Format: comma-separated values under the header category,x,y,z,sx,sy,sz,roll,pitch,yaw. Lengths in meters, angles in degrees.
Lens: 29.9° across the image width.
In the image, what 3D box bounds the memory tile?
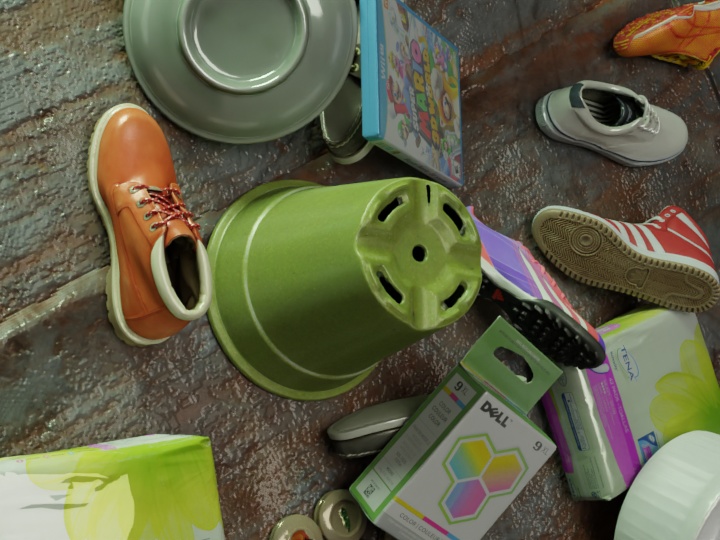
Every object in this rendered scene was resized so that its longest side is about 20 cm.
category,x,y,z,sx,sy,sz,roll,pitch,yaw
memory tile,0.011,0.285,1.182,0.153,0.017,0.200,-23,93,-35

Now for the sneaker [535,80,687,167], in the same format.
category,x,y,z,sx,sy,sz,roll,pitch,yaw
sneaker,0.280,-0.153,1.416,0.200,0.071,0.073,4,78,-33

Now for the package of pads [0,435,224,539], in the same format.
category,x,y,z,sx,sy,sz,roll,pitch,yaw
package of pads,-0.199,0.208,1.016,0.200,0.068,0.155,-6,84,-35

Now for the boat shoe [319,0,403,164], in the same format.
category,x,y,z,sx,sy,sz,roll,pitch,yaw
boat shoe,-0.007,-0.194,1.225,0.060,0.072,0.200,42,52,-51

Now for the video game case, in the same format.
category,x,y,z,sx,sy,sz,roll,pitch,yaw
video game case,0.049,-0.166,1.237,0.200,0.018,0.143,20,66,-63

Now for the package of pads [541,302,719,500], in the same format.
category,x,y,z,sx,sy,sz,roll,pitch,yaw
package of pads,0.273,0.124,1.358,0.200,0.068,0.155,-19,92,-36

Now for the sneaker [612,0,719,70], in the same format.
category,x,y,z,sx,sy,sz,roll,pitch,yaw
sneaker,0.361,-0.257,1.495,0.200,0.073,0.077,-17,100,-32

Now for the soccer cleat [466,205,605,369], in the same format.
category,x,y,z,sx,sy,sz,roll,pitch,yaw
soccer cleat,0.156,0.014,1.271,0.200,0.068,0.073,36,57,8

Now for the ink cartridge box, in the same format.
category,x,y,z,sx,sy,sz,roll,pitch,yaw
ink cartridge box,0.096,0.150,1.156,0.104,0.059,0.200,39,92,-33

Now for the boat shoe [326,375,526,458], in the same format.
category,x,y,z,sx,sy,sz,roll,pitch,yaw
boat shoe,0.066,0.143,1.213,0.202,0.072,0.060,-12,101,-27

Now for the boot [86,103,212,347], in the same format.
category,x,y,z,sx,sy,sz,roll,pitch,yaw
boot,-0.162,-0.045,1.081,0.075,0.107,0.200,-6,82,-33

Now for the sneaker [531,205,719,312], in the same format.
category,x,y,z,sx,sy,sz,roll,pitch,yaw
sneaker,0.272,-0.032,1.389,0.200,0.071,0.113,23,33,-2

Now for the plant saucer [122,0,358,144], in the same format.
category,x,y,z,sx,sy,sz,roll,pitch,yaw
plant saucer,-0.099,-0.203,1.129,0.200,0.050,0.200,-1,101,-7

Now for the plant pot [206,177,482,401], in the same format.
category,x,y,z,sx,sy,sz,roll,pitch,yaw
plant pot,0.000,0.000,1.128,0.200,0.190,0.200,8,75,-32

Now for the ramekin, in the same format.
category,x,y,z,sx,sy,sz,roll,pitch,yaw
ramekin,0.339,0.255,1.318,0.200,0.098,0.201,-16,117,-35
